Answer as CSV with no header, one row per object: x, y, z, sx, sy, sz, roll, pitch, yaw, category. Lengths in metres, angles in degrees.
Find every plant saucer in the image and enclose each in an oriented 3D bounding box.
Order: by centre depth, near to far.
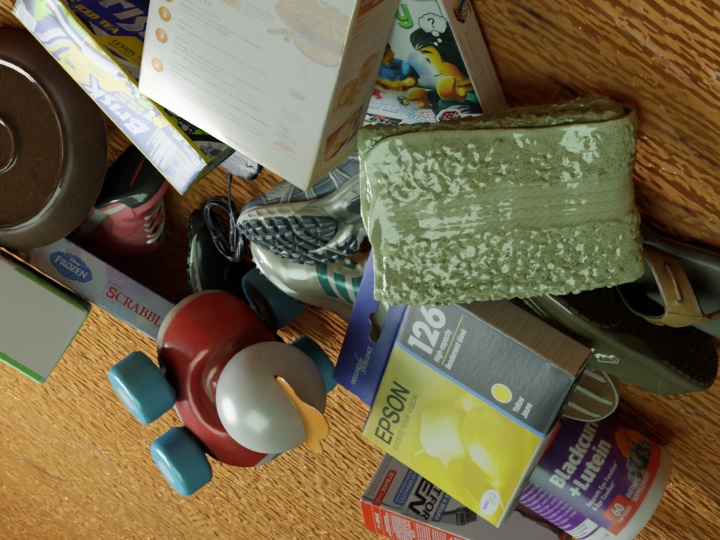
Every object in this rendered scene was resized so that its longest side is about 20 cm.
-0.319,-0.115,1.166,0.200,0.034,0.201,4,101,20,plant saucer

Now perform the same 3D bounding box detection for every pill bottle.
0.164,0.154,1.168,0.200,0.112,0.111,32,147,-3,pill bottle

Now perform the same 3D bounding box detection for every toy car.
-0.084,0.118,1.154,0.200,0.184,0.177,27,145,52,toy car

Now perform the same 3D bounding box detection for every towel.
0.100,-0.044,0.936,0.199,0.037,0.149,-6,115,8,towel

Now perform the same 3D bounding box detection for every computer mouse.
-0.104,-0.082,1.132,0.059,0.034,0.200,33,143,16,computer mouse

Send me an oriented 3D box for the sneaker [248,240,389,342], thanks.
0.000,0.000,1.156,0.200,0.070,0.093,35,124,3,sneaker

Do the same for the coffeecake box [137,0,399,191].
-0.060,-0.179,0.894,0.153,0.073,0.200,31,134,14,coffeecake box

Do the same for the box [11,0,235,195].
-0.176,-0.161,1.034,0.200,0.070,0.064,48,145,-3,box

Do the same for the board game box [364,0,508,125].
-0.002,-0.157,0.965,0.200,0.035,0.126,4,137,34,board game box

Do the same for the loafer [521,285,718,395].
0.187,0.042,1.038,0.200,0.076,0.067,36,140,-7,loafer

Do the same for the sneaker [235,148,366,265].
-0.013,-0.064,1.047,0.200,0.086,0.078,-13,143,36,sneaker

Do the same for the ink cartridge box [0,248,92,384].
-0.344,0.033,1.281,0.145,0.084,0.200,32,174,-9,ink cartridge box

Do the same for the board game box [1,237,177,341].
-0.253,0.016,1.308,0.200,0.041,0.200,32,173,-1,board game box

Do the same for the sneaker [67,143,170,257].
-0.210,-0.059,1.240,0.087,0.074,0.200,34,155,-21,sneaker

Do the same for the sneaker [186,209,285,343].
-0.115,0.020,1.273,0.087,0.076,0.200,-7,130,1,sneaker

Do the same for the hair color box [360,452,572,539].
0.113,0.231,1.309,0.200,0.111,0.064,17,144,20,hair color box

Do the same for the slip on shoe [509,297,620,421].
0.136,0.050,1.105,0.200,0.061,0.076,32,128,-6,slip on shoe

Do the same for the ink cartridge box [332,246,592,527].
0.067,0.089,1.078,0.200,0.047,0.198,30,135,14,ink cartridge box

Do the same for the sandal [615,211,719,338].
0.220,0.004,0.982,0.200,0.055,0.082,33,147,-2,sandal
